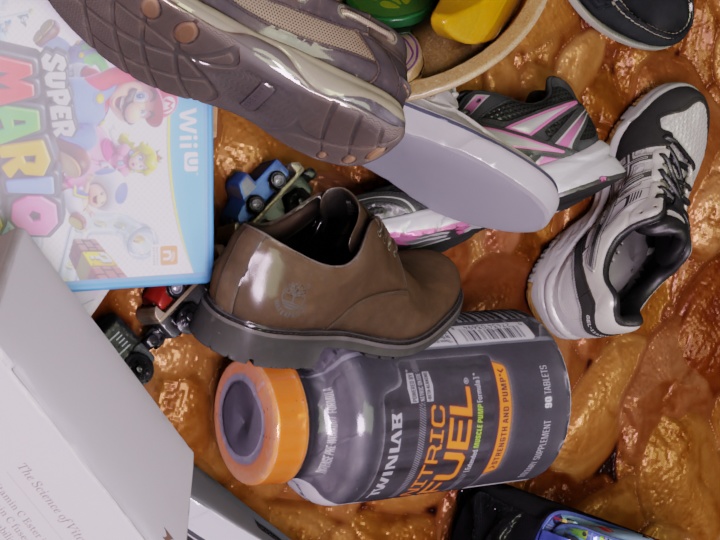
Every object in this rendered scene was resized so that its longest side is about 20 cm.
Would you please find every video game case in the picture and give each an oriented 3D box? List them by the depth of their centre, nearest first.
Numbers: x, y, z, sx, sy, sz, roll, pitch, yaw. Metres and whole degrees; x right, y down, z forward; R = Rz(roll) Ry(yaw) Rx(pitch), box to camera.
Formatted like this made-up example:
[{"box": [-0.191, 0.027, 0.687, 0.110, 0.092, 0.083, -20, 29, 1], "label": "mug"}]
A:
[{"box": [-0.166, -0.060, 0.806, 0.199, 0.018, 0.144, -4, 99, -26], "label": "video game case"}]

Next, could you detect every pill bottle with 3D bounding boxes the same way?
[{"box": [0.016, 0.079, 0.973, 0.199, 0.106, 0.107, -3, 96, -33], "label": "pill bottle"}]

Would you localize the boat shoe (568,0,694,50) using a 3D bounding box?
[{"box": [0.163, -0.212, 1.071, 0.199, 0.066, 0.075, 46, 69, -29], "label": "boat shoe"}]

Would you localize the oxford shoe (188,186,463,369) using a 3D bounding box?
[{"box": [0.000, 0.000, 0.895, 0.200, 0.072, 0.085, -5, 119, -55], "label": "oxford shoe"}]

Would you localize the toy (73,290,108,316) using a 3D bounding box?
[{"box": [-0.176, -0.027, 0.861, 0.115, 0.047, 0.201, 40, 61, -17], "label": "toy"}]

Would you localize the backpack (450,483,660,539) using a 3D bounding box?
[{"box": [0.123, 0.252, 1.047, 0.182, 0.134, 0.201, 24, 83, -33], "label": "backpack"}]

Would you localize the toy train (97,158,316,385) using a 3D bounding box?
[{"box": [-0.097, 0.005, 0.934, 0.046, 0.034, 0.200, 48, 68, -14], "label": "toy train"}]

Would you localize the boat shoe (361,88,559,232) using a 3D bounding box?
[{"box": [0.026, -0.090, 0.948, 0.199, 0.071, 0.070, 24, 63, 6], "label": "boat shoe"}]

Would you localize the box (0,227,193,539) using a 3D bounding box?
[{"box": [-0.200, 0.104, 0.769, 0.199, 0.107, 0.153, -28, 115, 11], "label": "box"}]

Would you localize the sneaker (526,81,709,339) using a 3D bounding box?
[{"box": [0.192, -0.036, 1.095, 0.076, 0.087, 0.201, 39, 71, -28], "label": "sneaker"}]

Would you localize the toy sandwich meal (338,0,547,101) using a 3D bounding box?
[{"box": [0.015, -0.181, 0.908, 0.205, 0.205, 0.070, -49, 153, -21], "label": "toy sandwich meal"}]

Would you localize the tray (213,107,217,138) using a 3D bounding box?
[{"box": [-0.168, -0.126, 0.843, 0.199, 0.037, 0.099, 8, 73, -27], "label": "tray"}]

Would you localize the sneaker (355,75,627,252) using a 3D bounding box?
[{"box": [0.061, -0.064, 1.023, 0.199, 0.080, 0.087, -17, 81, -30], "label": "sneaker"}]

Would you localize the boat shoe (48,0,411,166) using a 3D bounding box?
[{"box": [-0.063, -0.122, 0.809, 0.199, 0.074, 0.074, 28, 60, -23], "label": "boat shoe"}]

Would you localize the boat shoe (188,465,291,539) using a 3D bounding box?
[{"box": [-0.083, 0.163, 0.935, 0.199, 0.074, 0.068, 39, 92, -24], "label": "boat shoe"}]
